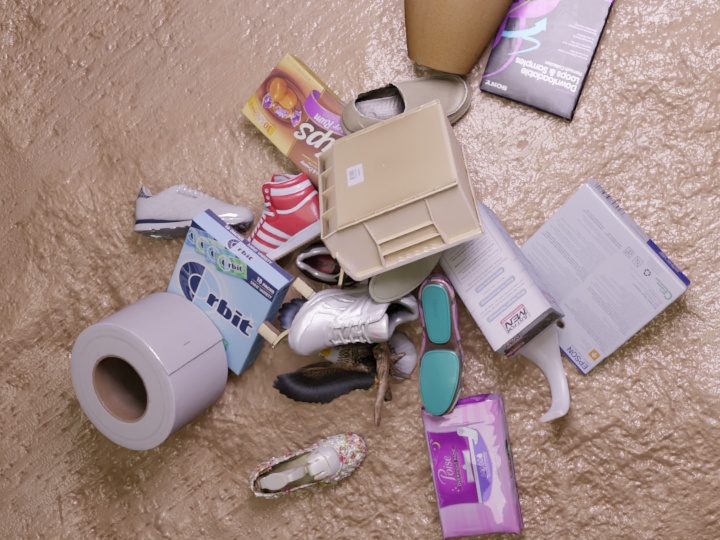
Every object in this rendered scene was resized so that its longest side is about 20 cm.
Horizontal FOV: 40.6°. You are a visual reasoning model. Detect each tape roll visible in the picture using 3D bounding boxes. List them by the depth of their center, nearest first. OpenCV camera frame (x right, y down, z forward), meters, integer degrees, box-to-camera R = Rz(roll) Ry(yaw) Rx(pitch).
[{"bbox_3d":[-0.320,0.151,1.478,0.200,0.139,0.206,11,113,26],"label":"tape roll"}]

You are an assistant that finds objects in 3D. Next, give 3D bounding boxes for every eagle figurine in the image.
[{"bbox_3d":[-0.029,0.126,1.449,0.198,0.152,0.152,7,51,44],"label":"eagle figurine"}]

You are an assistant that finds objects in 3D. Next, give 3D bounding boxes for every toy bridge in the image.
[{"bbox_3d":[-0.068,0.036,1.401,0.067,0.027,0.201,39,101,5],"label":"toy bridge"}]

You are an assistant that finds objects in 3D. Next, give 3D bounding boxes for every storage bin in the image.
[{"bbox_3d":[0.047,-0.109,1.313,0.196,0.202,0.094,-20,130,13],"label":"storage bin"}]

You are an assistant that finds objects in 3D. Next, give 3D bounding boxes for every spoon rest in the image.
[{"bbox_3d":[0.248,0.111,1.388,0.099,0.060,0.203,-25,80,38],"label":"spoon rest"}]

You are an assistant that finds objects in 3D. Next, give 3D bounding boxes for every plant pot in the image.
[{"bbox_3d":[0.132,-0.384,1.347,0.184,0.186,0.203,20,112,14],"label":"plant pot"}]

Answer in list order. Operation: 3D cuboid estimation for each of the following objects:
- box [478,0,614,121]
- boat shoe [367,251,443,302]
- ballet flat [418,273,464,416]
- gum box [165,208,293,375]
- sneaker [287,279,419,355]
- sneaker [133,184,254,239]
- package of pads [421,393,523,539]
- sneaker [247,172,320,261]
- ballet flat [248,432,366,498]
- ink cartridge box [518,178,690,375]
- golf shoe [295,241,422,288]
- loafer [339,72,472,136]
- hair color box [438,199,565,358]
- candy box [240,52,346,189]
[{"bbox_3d":[0.265,-0.329,1.373,0.141,0.036,0.203,20,99,14],"label":"box"},{"bbox_3d":[0.073,-0.042,1.358,0.200,0.074,0.066,-51,38,-6],"label":"boat shoe"},{"bbox_3d":[0.117,0.102,1.377,0.068,0.071,0.203,0,102,22],"label":"ballet flat"},{"bbox_3d":[-0.207,0.035,1.474,0.169,0.044,0.201,39,130,11],"label":"gum box"},{"bbox_3d":[-0.005,0.069,1.352,0.198,0.099,0.079,-26,130,-18],"label":"sneaker"},{"bbox_3d":[-0.261,-0.096,1.517,0.197,0.076,0.082,0,75,11],"label":"sneaker"},{"bbox_3d":[0.161,0.285,1.412,0.119,0.076,0.203,-10,90,16],"label":"package of pads"},{"bbox_3d":[-0.138,-0.073,1.465,0.198,0.071,0.113,-28,96,24],"label":"sneaker"},{"bbox_3d":[-0.084,0.308,1.489,0.198,0.064,0.077,-25,85,15],"label":"ballet flat"},{"bbox_3d":[0.320,0.010,1.362,0.197,0.043,0.200,48,124,9],"label":"ink cartridge box"},{"bbox_3d":[0.000,0.000,1.438,0.197,0.088,0.079,3,92,14],"label":"golf shoe"},{"bbox_3d":[0.068,-0.235,1.390,0.197,0.068,0.077,-17,78,-6],"label":"loafer"},{"bbox_3d":[0.186,0.011,1.360,0.099,0.060,0.201,-40,57,17],"label":"hair color box"},{"bbox_3d":[-0.070,-0.214,1.462,0.200,0.056,0.117,45,102,10],"label":"candy box"}]
